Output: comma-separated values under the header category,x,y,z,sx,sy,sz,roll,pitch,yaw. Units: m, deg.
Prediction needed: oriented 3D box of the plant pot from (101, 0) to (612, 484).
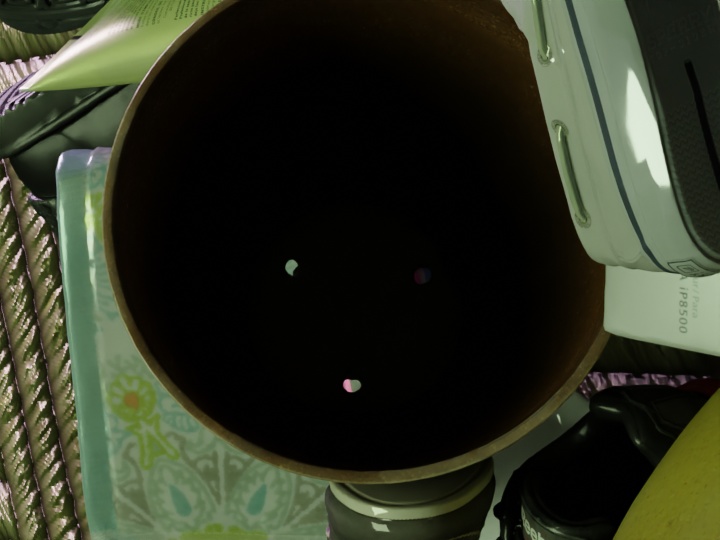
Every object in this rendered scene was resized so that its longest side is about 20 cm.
category,x,y,z,sx,sy,sz,roll,pitch,yaw
plant pot,0.000,0.000,1.103,0.200,0.187,0.187,100,148,-79

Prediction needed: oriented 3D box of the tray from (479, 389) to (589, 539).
category,x,y,z,sx,sy,sz,roll,pitch,yaw
tray,0.110,0.138,1.183,0.107,0.022,0.200,-49,50,1

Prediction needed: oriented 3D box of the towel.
category,x,y,z,sx,sy,sz,roll,pitch,yaw
towel,-0.046,0.039,1.306,0.048,0.171,0.200,-76,-17,-69

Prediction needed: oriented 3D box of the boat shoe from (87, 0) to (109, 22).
category,x,y,z,sx,sy,sz,roll,pitch,yaw
boat shoe,-0.099,-0.076,1.413,0.068,0.072,0.200,32,125,19

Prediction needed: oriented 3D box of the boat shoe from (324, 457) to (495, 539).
category,x,y,z,sx,sy,sz,roll,pitch,yaw
boat shoe,0.019,0.098,1.151,0.200,0.067,0.057,-115,21,-84

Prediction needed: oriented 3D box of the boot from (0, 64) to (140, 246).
category,x,y,z,sx,sy,sz,roll,pitch,yaw
boot,-0.061,-0.049,1.340,0.211,0.079,0.158,-24,106,29

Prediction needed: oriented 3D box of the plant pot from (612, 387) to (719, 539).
category,x,y,z,sx,sy,sz,roll,pitch,yaw
plant pot,0.161,0.121,0.997,0.200,0.142,0.200,42,145,38

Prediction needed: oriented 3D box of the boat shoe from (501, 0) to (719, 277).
category,x,y,z,sx,sy,sz,roll,pitch,yaw
boat shoe,0.072,-0.093,0.919,0.067,0.073,0.200,-6,96,45

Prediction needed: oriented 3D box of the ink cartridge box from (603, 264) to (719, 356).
category,x,y,z,sx,sy,sz,roll,pitch,yaw
ink cartridge box,0.170,-0.020,0.927,0.200,0.050,0.109,12,105,43

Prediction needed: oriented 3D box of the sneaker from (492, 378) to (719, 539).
category,x,y,z,sx,sy,sz,roll,pitch,yaw
sneaker,0.080,0.126,1.124,0.071,0.098,0.201,36,100,38

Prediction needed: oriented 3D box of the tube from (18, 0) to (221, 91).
category,x,y,z,sx,sy,sz,roll,pitch,yaw
tube,-0.055,-0.106,1.209,0.200,0.058,0.052,-4,84,42

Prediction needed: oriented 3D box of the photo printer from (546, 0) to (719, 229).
category,x,y,z,sx,sy,sz,roll,pitch,yaw
photo printer,0.121,-0.114,1.052,0.166,0.069,0.200,-2,102,57

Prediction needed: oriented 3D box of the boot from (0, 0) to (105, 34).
category,x,y,z,sx,sy,sz,roll,pitch,yaw
boot,-0.149,-0.235,1.351,0.165,0.065,0.200,82,-174,-56

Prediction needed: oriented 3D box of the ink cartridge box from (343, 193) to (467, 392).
category,x,y,z,sx,sy,sz,roll,pitch,yaw
ink cartridge box,0.026,-0.045,1.220,0.095,0.037,0.200,-5,99,21
